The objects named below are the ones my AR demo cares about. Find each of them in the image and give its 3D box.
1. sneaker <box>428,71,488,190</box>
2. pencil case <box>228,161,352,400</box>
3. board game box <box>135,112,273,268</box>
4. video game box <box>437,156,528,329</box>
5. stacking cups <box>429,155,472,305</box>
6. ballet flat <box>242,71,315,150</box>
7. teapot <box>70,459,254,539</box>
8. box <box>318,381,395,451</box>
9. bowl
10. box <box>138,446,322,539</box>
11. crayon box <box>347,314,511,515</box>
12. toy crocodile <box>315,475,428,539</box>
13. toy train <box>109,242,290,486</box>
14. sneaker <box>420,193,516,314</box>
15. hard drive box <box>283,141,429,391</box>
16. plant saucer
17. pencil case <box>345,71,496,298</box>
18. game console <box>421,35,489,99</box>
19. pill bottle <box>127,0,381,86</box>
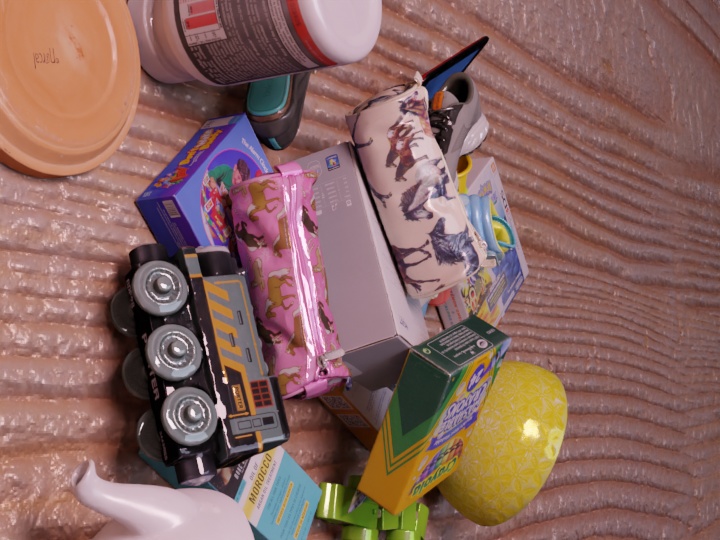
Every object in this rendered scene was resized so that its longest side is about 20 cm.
[{"bbox_3d":[0.076,-0.134,1.190,0.200,0.074,0.080,-61,149,-44],"label":"sneaker"},{"bbox_3d":[-0.061,0.011,0.988,0.083,0.086,0.201,6,71,-67],"label":"pencil case"},{"bbox_3d":[-0.111,-0.022,1.053,0.135,0.045,0.201,-58,133,-44],"label":"board game box"},{"bbox_3d":[0.146,-0.021,1.471,0.200,0.047,0.183,-52,127,-48],"label":"video game box"},{"bbox_3d":[0.089,-0.048,1.317,0.201,0.060,0.061,93,20,-44],"label":"stacking cups"},{"bbox_3d":[-0.075,-0.198,1.116,0.069,0.068,0.201,68,27,-52],"label":"ballet flat"},{"bbox_3d":[-0.161,0.262,0.849,0.145,0.198,0.201,-1,63,-22],"label":"teapot"},{"bbox_3d":[0.018,0.124,1.253,0.200,0.041,0.119,54,44,-44],"label":"box"},{"bbox_3d":[0.135,0.182,1.326,0.107,0.200,0.201,29,58,-20],"label":"bowl"},{"bbox_3d":[-0.111,0.181,1.025,0.200,0.049,0.083,54,43,-40],"label":"box"},{"bbox_3d":[0.068,0.153,1.124,0.126,0.051,0.201,-23,138,-53],"label":"crayon box"},{"bbox_3d":[0.014,0.257,1.218,0.200,0.062,0.068,22,67,-51],"label":"toy crocodile"},{"bbox_3d":[-0.129,0.071,0.926,0.114,0.085,0.201,-5,71,-33],"label":"toy train"},{"bbox_3d":[0.101,-0.003,1.262,0.080,0.130,0.201,-88,-178,-47],"label":"sneaker"},{"bbox_3d":[0.000,0.000,1.114,0.156,0.077,0.201,45,29,-66],"label":"hard drive box"},{"bbox_3d":[-0.238,-0.172,0.881,0.200,0.032,0.201,11,77,-57],"label":"plant saucer"},{"bbox_3d":[0.054,-0.079,1.076,0.078,0.089,0.201,-95,164,-80],"label":"pencil case"},{"bbox_3d":[0.092,-0.154,1.325,0.200,0.118,0.173,-40,114,-52],"label":"game console"},{"bbox_3d":[-0.092,-0.217,0.961,0.116,0.199,0.116,10,78,-58],"label":"pill bottle"}]
